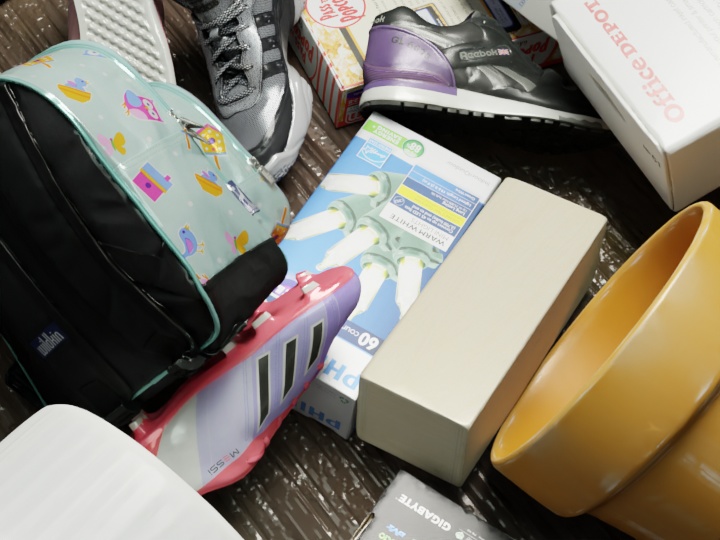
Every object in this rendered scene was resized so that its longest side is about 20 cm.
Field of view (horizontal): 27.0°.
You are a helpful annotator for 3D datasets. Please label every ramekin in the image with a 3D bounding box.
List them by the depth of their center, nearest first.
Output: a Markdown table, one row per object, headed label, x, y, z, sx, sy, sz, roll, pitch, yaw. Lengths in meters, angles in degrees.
| label | x | y | z | sx | sy | sz | roll | pitch | yaw |
| --- | --- | --- | --- | --- | --- | --- | --- | --- | --- |
| ramekin | -0.127 | 0.161 | 0.769 | 0.200 | 0.201 | 0.098 | 36 | 66 | 16 |

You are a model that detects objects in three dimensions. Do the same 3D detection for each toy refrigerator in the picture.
| label | x | y | z | sx | sy | sz | roll | pitch | yaw |
| --- | --- | --- | --- | --- | --- | --- | --- | --- | --- |
| toy refrigerator | 0.079 | 0.036 | 0.953 | 0.076 | 0.070 | 0.200 | 24 | 52 | 18 |

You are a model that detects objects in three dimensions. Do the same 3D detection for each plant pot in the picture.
| label | x | y | z | sx | sy | sz | roll | pitch | yaw |
| --- | --- | --- | --- | --- | --- | --- | --- | --- | --- |
| plant pot | 0.209 | 0.093 | 0.885 | 0.183 | 0.200 | 0.200 | 39 | 59 | 0 |

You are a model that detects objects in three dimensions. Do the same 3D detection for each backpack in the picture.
| label | x | y | z | sx | sy | sz | roll | pitch | yaw |
| --- | --- | --- | --- | --- | --- | --- | --- | --- | --- |
| backpack | -0.154 | -0.032 | 0.873 | 0.200 | 0.176 | 0.153 | 47 | 41 | -8 |

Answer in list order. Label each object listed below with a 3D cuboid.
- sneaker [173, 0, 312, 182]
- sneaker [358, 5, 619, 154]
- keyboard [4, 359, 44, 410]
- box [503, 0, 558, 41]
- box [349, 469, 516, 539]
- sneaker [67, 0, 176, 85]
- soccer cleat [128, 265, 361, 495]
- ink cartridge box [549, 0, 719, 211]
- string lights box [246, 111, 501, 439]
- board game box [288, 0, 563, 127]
| label | x | y | z | sx | sy | sz | roll | pitch | yaw |
| --- | --- | --- | --- | --- | --- | --- | --- | --- | --- |
| sneaker | -0.093 | -0.159 | 1.028 | 0.075 | 0.114 | 0.200 | -14 | 63 | 30 |
| sneaker | 0.101 | -0.139 | 1.051 | 0.200 | 0.076 | 0.088 | 9 | 78 | -18 |
| keyboard | -0.157 | 0.014 | 0.979 | 0.104 | 0.040 | 0.200 | 41 | 57 | -9 |
| box | 0.191 | -0.286 | 1.086 | 0.105 | 0.184 | 0.200 | 41 | 40 | 1 |
| box | 0.051 | 0.243 | 0.837 | 0.200 | 0.050 | 0.199 | 31 | 59 | 12 |
| sneaker | -0.167 | -0.144 | 1.053 | 0.075 | 0.105 | 0.200 | -7 | 84 | -3 |
| soccer cleat | -0.069 | 0.078 | 0.884 | 0.200 | 0.067 | 0.076 | -41 | 102 | -1 |
| ink cartridge box | 0.247 | -0.155 | 0.986 | 0.200 | 0.085 | 0.145 | -30 | 61 | -1 |
| string lights box | 0.000 | 0.000 | 0.984 | 0.103 | 0.059 | 0.200 | 28 | 59 | 10 |
| board game box | 0.042 | -0.203 | 1.132 | 0.200 | 0.046 | 0.152 | -18 | 61 | -18 |
